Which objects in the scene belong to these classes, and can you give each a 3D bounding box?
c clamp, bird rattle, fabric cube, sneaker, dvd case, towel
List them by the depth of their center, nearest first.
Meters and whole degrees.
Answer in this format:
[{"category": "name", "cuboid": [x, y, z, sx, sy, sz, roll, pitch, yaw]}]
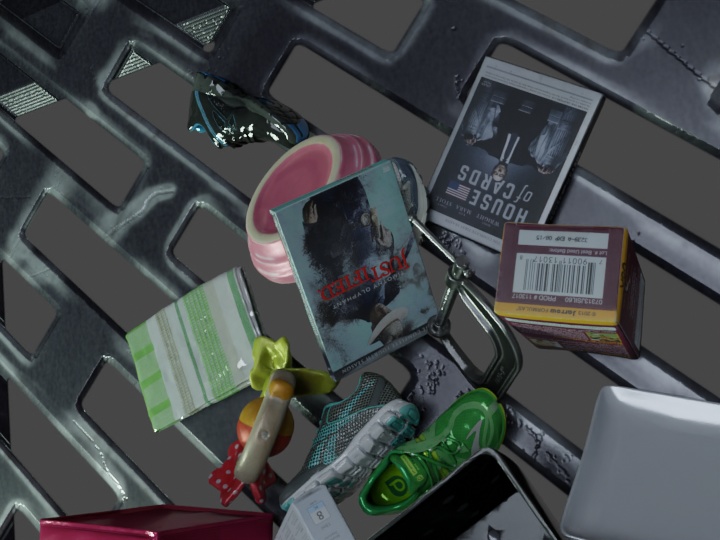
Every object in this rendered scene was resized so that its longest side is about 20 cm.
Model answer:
[{"category": "c clamp", "cuboid": [0.107, 0.049, 0.887, 0.027, 0.201, 0.171, -34, 65, -18]}, {"category": "sneaker", "cuboid": [0.077, 0.205, 0.917, 0.200, 0.083, 0.074, -45, 76, 18]}, {"category": "dvd case", "cuboid": [0.000, 0.000, 0.928, 0.145, 0.022, 0.202, -25, 110, -19]}, {"category": "fabric cube", "cuboid": [-0.229, 0.379, 0.963, 0.194, 0.199, 0.202, -5, 80, 34]}, {"category": "dvd case", "cuboid": [0.166, -0.126, 0.967, 0.149, 0.025, 0.202, 25, 92, 27]}, {"category": "bird rattle", "cuboid": [-0.115, 0.176, 0.969, 0.112, 0.163, 0.201, 31, 86, -1]}, {"category": "sneaker", "cuboid": [0.017, -0.035, 0.974, 0.077, 0.086, 0.203, 4, 82, 53]}, {"category": "sneaker", "cuboid": [-0.023, 0.198, 0.989, 0.200, 0.077, 0.092, -43, 51, 10]}, {"category": "sneaker", "cuboid": [-0.146, -0.188, 1.104, 0.199, 0.073, 0.083, 30, 106, 34]}, {"category": "towel", "cuboid": [-0.207, 0.103, 1.106, 0.199, 0.031, 0.151, -29, 69, 21]}]

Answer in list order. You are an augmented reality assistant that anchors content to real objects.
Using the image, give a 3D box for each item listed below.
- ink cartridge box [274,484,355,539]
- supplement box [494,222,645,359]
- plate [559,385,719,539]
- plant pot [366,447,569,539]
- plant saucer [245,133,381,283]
[{"category": "ink cartridge box", "cuboid": [-0.020, 0.345, 0.913, 0.047, 0.161, 0.201, -24, 68, -25]}, {"category": "supplement box", "cuboid": [0.208, 0.024, 0.825, 0.109, 0.200, 0.087, 5, 78, 24]}, {"category": "plate", "cuboid": [0.303, 0.197, 0.792, 0.197, 0.201, 0.033, 7, 129, 25]}, {"category": "plant pot", "cuboid": [0.133, 0.307, 0.831, 0.199, 0.177, 0.201, -42, 67, 14]}, {"category": "plant saucer", "cuboid": [-0.064, -0.083, 1.002, 0.199, 0.051, 0.202, -28, 42, 28]}]
